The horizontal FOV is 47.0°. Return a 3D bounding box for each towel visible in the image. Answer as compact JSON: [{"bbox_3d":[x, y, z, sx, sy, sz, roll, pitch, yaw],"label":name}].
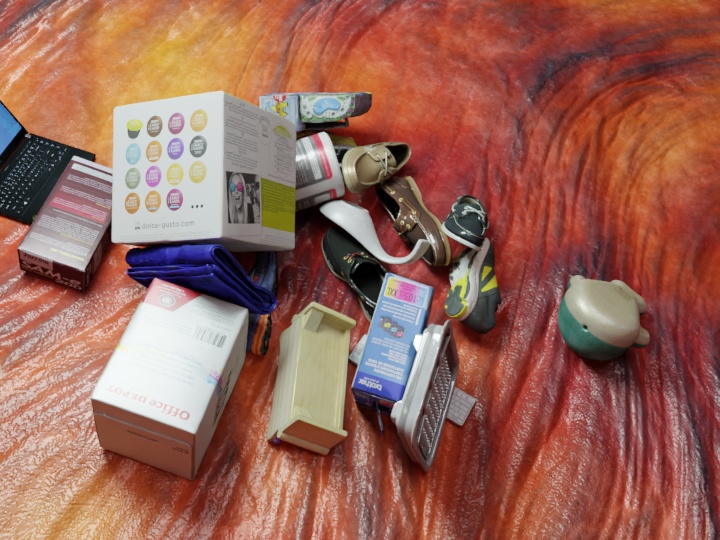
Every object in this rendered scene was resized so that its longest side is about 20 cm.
[{"bbox_3d":[-0.230,0.020,1.169,0.197,0.148,0.050,1,56,39],"label":"towel"}]

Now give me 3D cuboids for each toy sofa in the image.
[{"bbox_3d":[-0.069,0.159,1.197,0.082,0.097,0.203,24,48,-24],"label":"toy sofa"}]

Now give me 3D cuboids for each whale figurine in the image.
[{"bbox_3d":[0.393,0.077,1.339,0.159,0.105,0.199,42,33,20],"label":"whale figurine"}]

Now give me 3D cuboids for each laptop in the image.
[{"bbox_3d":[-0.563,-0.190,1.341,0.197,0.104,0.179,18,53,3],"label":"laptop"}]

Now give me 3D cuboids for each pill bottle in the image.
[{"bbox_3d":[-0.133,-0.148,1.373,0.197,0.111,0.112,-18,57,-5],"label":"pill bottle"}]

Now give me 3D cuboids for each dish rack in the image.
[{"bbox_3d":[0.088,0.170,1.124,0.043,0.201,0.174,12,67,18],"label":"dish rack"}]

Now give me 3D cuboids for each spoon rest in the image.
[{"bbox_3d":[0.016,-0.061,1.361,0.198,0.062,0.099,27,11,26],"label":"spoon rest"}]

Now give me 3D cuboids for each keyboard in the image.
[{"bbox_3d":[0.078,0.164,1.254,0.198,0.011,0.056,30,54,12],"label":"keyboard"}]

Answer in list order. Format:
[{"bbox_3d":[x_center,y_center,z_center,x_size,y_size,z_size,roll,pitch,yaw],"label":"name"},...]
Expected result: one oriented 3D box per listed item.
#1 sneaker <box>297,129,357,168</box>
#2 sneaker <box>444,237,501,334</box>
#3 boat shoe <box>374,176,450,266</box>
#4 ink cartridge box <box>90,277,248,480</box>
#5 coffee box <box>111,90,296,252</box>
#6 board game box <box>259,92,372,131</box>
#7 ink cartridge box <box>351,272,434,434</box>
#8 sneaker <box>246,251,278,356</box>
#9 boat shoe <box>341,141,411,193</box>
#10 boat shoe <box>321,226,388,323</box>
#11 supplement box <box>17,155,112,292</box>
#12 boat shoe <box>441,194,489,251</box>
[{"bbox_3d":[-0.095,-0.217,1.476,0.196,0.079,0.091,10,37,-5],"label":"sneaker"},{"bbox_3d":[0.190,0.028,1.351,0.085,0.074,0.201,43,41,-17],"label":"sneaker"},{"bbox_3d":[0.084,-0.080,1.402,0.069,0.071,0.201,-9,47,-24],"label":"boat shoe"},{"bbox_3d":[-0.253,0.147,1.119,0.143,0.146,0.202,18,51,2],"label":"ink cartridge box"},{"bbox_3d":[-0.224,-0.134,1.215,0.196,0.199,0.202,-1,87,26],"label":"coffee box"},{"bbox_3d":[-0.093,-0.272,1.419,0.196,0.063,0.200,2,14,13],"label":"board game box"},{"bbox_3d":[0.042,0.125,1.172,0.075,0.137,0.203,17,74,8],"label":"ink cartridge box"},{"bbox_3d":[-0.168,0.033,1.269,0.077,0.076,0.203,6,51,-1],"label":"sneaker"},{"bbox_3d":[0.029,-0.187,1.419,0.064,0.072,0.200,-10,17,28],"label":"boat shoe"},{"bbox_3d":[0.002,-0.001,1.333,0.073,0.064,0.203,-22,59,-21],"label":"boat shoe"},{"bbox_3d":[-0.442,-0.076,1.300,0.107,0.061,0.202,19,52,-4],"label":"supplement box"},{"bbox_3d":[0.175,-0.084,1.358,0.075,0.061,0.200,28,15,-7],"label":"boat shoe"}]
